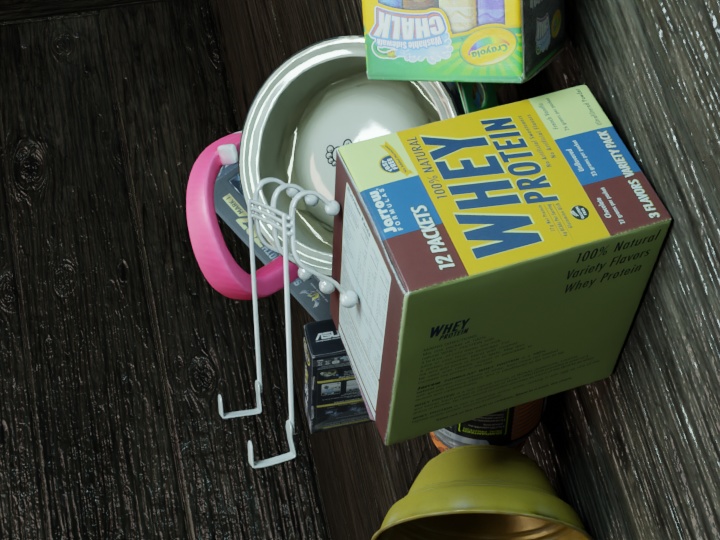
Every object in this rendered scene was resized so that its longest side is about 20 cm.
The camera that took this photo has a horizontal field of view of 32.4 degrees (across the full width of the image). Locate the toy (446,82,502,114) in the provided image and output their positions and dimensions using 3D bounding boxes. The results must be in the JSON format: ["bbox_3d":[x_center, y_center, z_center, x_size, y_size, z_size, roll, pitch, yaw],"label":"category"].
[{"bbox_3d":[0.100,-0.150,1.057,0.201,0.047,0.115,59,163,1],"label":"toy"}]

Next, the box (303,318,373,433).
[{"bbox_3d":[0.039,0.102,1.334,0.162,0.199,0.049,92,165,-52],"label":"box"}]

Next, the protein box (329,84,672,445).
[{"bbox_3d":[0.091,-0.001,0.918,0.200,0.197,0.135,94,156,-53],"label":"protein box"}]

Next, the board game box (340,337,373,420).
[{"bbox_3d":[0.057,0.025,1.165,0.200,0.043,0.200,-59,-22,-21],"label":"board game box"}]

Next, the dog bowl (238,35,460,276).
[{"bbox_3d":[0.001,-0.093,1.049,0.074,0.199,0.201,7,-109,-70],"label":"dog bowl"}]

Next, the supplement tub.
[{"bbox_3d":[0.113,0.079,1.120,0.123,0.122,0.201,-110,15,-45],"label":"supplement tub"}]

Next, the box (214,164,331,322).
[{"bbox_3d":[-0.040,-0.057,1.254,0.200,0.157,0.051,48,-153,-20],"label":"box"}]

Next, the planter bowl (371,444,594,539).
[{"bbox_3d":[0.110,0.211,1.116,0.201,0.199,0.084,99,175,-60],"label":"planter bowl"}]

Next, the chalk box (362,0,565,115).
[{"bbox_3d":[0.077,-0.206,0.912,0.124,0.123,0.201,-41,-47,-59],"label":"chalk box"}]

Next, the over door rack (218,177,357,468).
[{"bbox_3d":[-0.055,0.035,0.947,0.148,0.066,0.201,-153,71,-73],"label":"over door rack"}]

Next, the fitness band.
[{"bbox_3d":[-0.088,-0.054,1.118,0.200,0.037,0.144,-35,-64,-59],"label":"fitness band"}]
